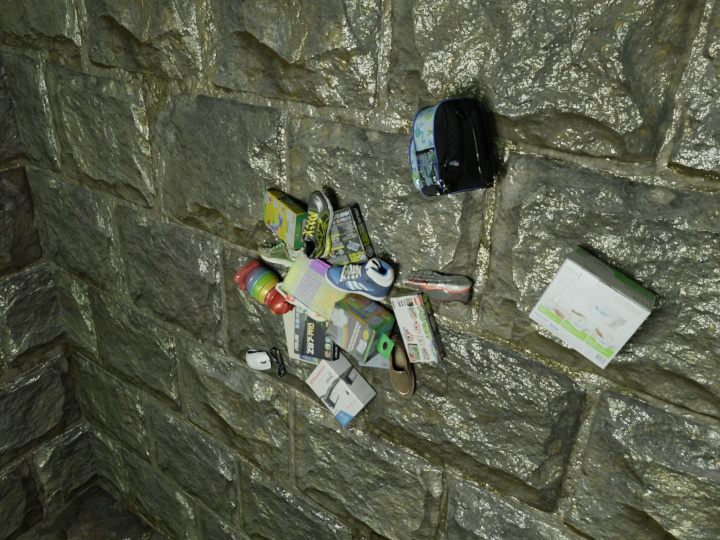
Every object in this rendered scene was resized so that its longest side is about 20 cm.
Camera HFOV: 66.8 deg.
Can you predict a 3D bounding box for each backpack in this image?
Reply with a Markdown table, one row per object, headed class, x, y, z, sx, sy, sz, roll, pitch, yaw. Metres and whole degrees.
| class | x | y | z | sx | sy | sz | roll | pitch | yaw |
| --- | --- | --- | --- | --- | --- | --- | --- | --- | --- |
| backpack | 0.196 | -0.277 | 1.238 | 0.146 | 0.180 | 0.205 | 4 | 104 | 57 |

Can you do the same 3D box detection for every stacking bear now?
| class | x | y | z | sx | sy | sz | roll | pitch | yaw |
| --- | --- | --- | --- | --- | --- | --- | --- | --- | --- |
| stacking bear | -0.306 | 0.068 | 1.811 | 0.199 | 0.114 | 0.122 | 40 | 165 | 17 |

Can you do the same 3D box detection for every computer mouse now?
| class | x | y | z | sx | sy | sz | roll | pitch | yaw |
| --- | --- | --- | --- | --- | --- | --- | --- | --- | --- |
| computer mouse | -0.365 | 0.339 | 2.023 | 0.196 | 0.044 | 0.112 | -4 | 108 | 38 |

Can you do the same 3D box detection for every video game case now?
| class | x | y | z | sx | sy | sz | roll | pitch | yaw |
| --- | --- | --- | --- | --- | --- | --- | --- | --- | --- |
| video game case | 0.033 | 0.205 | 1.682 | 0.141 | 0.018 | 0.205 | 0 | 110 | 38 |

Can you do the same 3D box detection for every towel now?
| class | x | y | z | sx | sy | sz | roll | pitch | yaw |
| --- | --- | --- | --- | --- | --- | --- | --- | --- | --- |
| towel | -0.126 | 0.047 | 1.628 | 0.197 | 0.023 | 0.146 | 31 | 96 | 1 |

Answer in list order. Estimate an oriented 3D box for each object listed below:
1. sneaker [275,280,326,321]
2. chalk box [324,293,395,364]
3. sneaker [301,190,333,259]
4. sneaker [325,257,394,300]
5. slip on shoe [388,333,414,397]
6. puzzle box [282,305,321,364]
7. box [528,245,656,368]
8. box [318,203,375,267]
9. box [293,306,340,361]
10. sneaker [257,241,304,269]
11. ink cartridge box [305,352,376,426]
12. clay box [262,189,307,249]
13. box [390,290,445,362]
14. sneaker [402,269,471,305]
| class | x | y | z | sx | sy | sz | roll | pitch | yaw |
| --- | --- | --- | --- | --- | --- | --- | --- | --- | --- |
| sneaker | -0.182 | 0.095 | 1.678 | 0.198 | 0.093 | 0.071 | 37 | 108 | 27 |
| chalk box | 0.017 | 0.174 | 1.584 | 0.198 | 0.123 | 0.127 | 34 | 122 | 22 |
| sneaker | -0.125 | -0.123 | 1.551 | 0.073 | 0.084 | 0.205 | 13 | 117 | 31 |
| sneaker | 0.000 | 0.000 | 1.535 | 0.196 | 0.082 | 0.148 | 19 | 142 | 4 |
| slip on shoe | 0.118 | 0.292 | 1.619 | 0.074 | 0.061 | 0.205 | 1 | 109 | 17 |
| puzzle box | -0.200 | 0.215 | 1.854 | 0.130 | 0.025 | 0.205 | 9 | 115 | 32 |
| box | 0.510 | 0.080 | 1.214 | 0.198 | 0.096 | 0.179 | 36 | 127 | 19 |
| box | -0.066 | -0.093 | 1.605 | 0.197 | 0.044 | 0.164 | -12 | 103 | 40 |
| box | -0.136 | 0.173 | 1.734 | 0.158 | 0.049 | 0.206 | 7 | 96 | 34 |
| sneaker | -0.240 | -0.066 | 1.741 | 0.196 | 0.077 | 0.091 | 18 | 107 | 24 |
| ink cartridge box | -0.067 | 0.383 | 1.792 | 0.200 | 0.084 | 0.145 | 47 | 130 | 11 |
| clay box | -0.235 | -0.164 | 1.673 | 0.199 | 0.047 | 0.117 | 40 | 131 | 40 |
| box | 0.163 | 0.161 | 1.552 | 0.108 | 0.035 | 0.204 | -9 | 104 | 39 |
| sneaker | 0.200 | 0.056 | 1.454 | 0.196 | 0.077 | 0.084 | 10 | 123 | 34 |
